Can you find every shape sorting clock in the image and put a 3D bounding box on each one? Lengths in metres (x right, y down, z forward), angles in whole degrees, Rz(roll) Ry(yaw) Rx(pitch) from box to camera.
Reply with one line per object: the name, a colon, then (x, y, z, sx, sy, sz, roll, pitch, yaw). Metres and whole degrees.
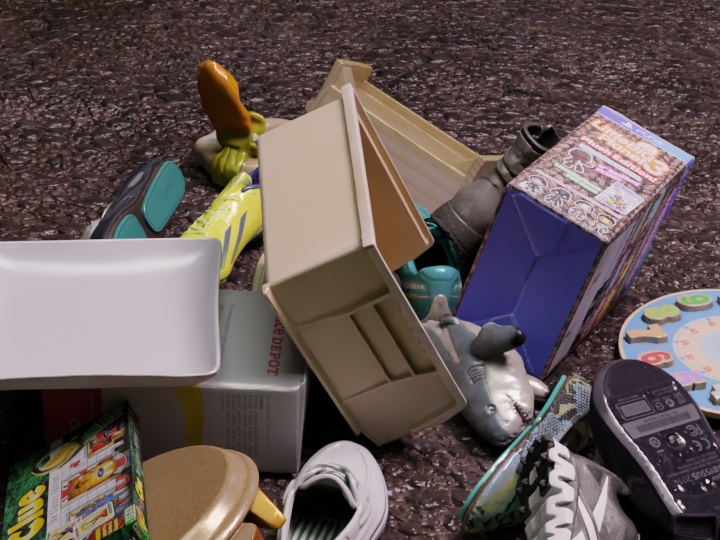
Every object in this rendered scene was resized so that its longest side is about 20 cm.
shape sorting clock: (0.322, 0.068, 1.393, 0.198, 0.040, 0.200, 3, 29, -1)

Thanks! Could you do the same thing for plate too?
plate: (-0.205, 0.036, 1.232, 0.198, 0.033, 0.200, -1, 30, -4)

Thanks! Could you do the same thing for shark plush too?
shark plush: (0.065, 0.075, 1.331, 0.199, 0.091, 0.083, 29, 68, 30)

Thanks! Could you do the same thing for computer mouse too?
computer mouse: (0.226, 0.156, 1.192, 0.138, 0.053, 0.201, -8, 53, -27)

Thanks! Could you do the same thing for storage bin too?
storage bin: (0.000, 0.000, 1.274, 0.093, 0.199, 0.201, -22, 39, 11)

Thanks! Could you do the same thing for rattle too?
rattle: (-0.076, -0.171, 1.684, 0.199, 0.144, 0.130, -17, 16, -22)

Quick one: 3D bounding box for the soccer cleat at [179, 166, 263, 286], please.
soccer cleat: (-0.127, -0.046, 1.503, 0.064, 0.084, 0.200, 17, 32, 22)

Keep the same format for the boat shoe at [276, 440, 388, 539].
boat shoe: (-0.019, 0.170, 1.145, 0.073, 0.067, 0.200, 6, 29, 4)

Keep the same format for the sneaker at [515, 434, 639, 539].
sneaker: (0.151, 0.204, 1.086, 0.090, 0.067, 0.201, 19, 45, -11)

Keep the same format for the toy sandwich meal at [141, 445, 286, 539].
toy sandwich meal: (-0.135, 0.194, 1.077, 0.204, 0.071, 0.205, -27, 19, 10)

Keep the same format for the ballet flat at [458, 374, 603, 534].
ballet flat: (0.144, 0.144, 1.216, 0.074, 0.075, 0.200, 17, 35, 24)

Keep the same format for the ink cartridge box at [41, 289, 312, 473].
ink cartridge box: (-0.138, 0.082, 1.272, 0.198, 0.084, 0.145, 3, 29, 2)

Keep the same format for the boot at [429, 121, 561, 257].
boot: (0.145, -0.070, 1.473, 0.068, 0.131, 0.200, 48, 11, 12)

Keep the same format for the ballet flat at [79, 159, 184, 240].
ballet flat: (-0.219, -0.033, 1.501, 0.072, 0.074, 0.201, 7, 36, 8)

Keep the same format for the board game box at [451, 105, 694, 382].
board game box: (0.183, -0.025, 1.399, 0.097, 0.160, 0.200, 32, 36, 16)

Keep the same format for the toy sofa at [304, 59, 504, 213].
toy sofa: (0.041, -0.121, 1.626, 0.199, 0.098, 0.083, 35, 17, 18)

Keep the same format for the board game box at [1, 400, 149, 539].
board game box: (-0.197, 0.159, 1.109, 0.104, 0.024, 0.200, -32, 20, 1)

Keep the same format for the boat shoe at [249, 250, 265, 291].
boat shoe: (-0.050, 0.010, 1.421, 0.066, 0.075, 0.200, 3, 29, 12)

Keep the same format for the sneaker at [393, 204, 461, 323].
sneaker: (0.062, -0.014, 1.471, 0.077, 0.080, 0.200, -2, 29, -8)
